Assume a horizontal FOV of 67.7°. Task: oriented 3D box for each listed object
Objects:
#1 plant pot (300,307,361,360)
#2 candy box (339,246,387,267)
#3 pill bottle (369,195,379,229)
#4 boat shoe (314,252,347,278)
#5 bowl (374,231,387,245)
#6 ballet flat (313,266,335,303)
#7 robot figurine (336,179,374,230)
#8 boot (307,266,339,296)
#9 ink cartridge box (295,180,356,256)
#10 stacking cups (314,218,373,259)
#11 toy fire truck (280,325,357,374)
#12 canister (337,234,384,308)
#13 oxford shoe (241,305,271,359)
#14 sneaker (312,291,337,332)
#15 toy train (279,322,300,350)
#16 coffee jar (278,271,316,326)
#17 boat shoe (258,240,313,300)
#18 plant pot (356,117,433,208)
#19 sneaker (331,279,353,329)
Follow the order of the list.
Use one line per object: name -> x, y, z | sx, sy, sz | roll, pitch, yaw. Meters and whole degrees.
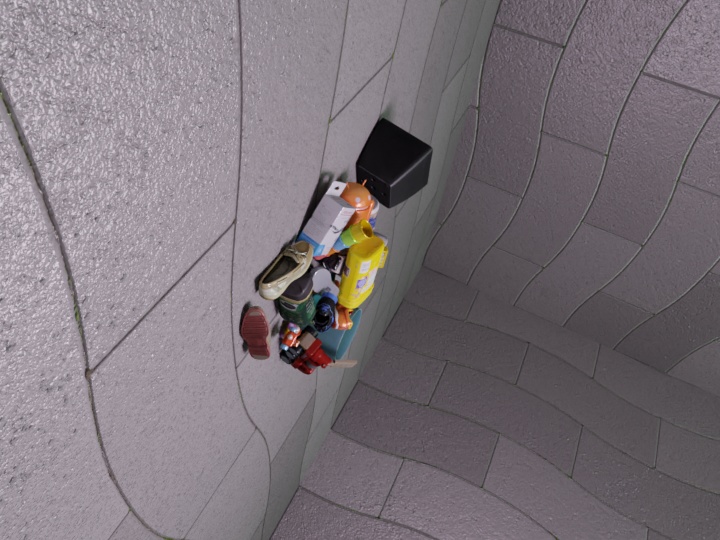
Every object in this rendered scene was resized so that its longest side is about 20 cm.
plant pot -> -0.111, 0.192, 1.850 | 0.201, 0.160, 0.201 | -61, 167, -25
candy box -> -0.013, -0.038, 1.792 | 0.102, 0.198, 0.027 | 105, -22, -58
pill bottle -> -0.009, -0.148, 1.763 | 0.111, 0.110, 0.201 | -53, 162, -45
boat shoe -> -0.080, -0.030, 1.708 | 0.075, 0.092, 0.200 | -58, 165, -3
bowl -> 0.005, -0.059, 1.944 | 0.201, 0.074, 0.200 | -59, -166, 1
ballet flat -> -0.137, 0.075, 1.766 | 0.067, 0.066, 0.201 | 158, -49, -75
robot figurine -> -0.035, -0.175, 1.596 | 0.117, 0.143, 0.201 | -85, -171, -59
boot -> -0.134, 0.023, 1.612 | 0.074, 0.095, 0.200 | -46, 155, -10
ink cartridge box -> -0.084, -0.140, 1.471 | 0.201, 0.067, 0.116 | -56, 169, 14
stacking cups -> -0.056, -0.084, 1.561 | 0.199, 0.061, 0.061 | -25, -166, 34
toy fire truck -> -0.133, 0.281, 1.725 | 0.129, 0.200, 0.176 | -48, -179, -30
canister -> 0.000, 0.000, 1.681 | 0.149, 0.086, 0.201 | -43, 157, -46
oxford shoe -> -0.266, 0.147, 1.383 | 0.201, 0.070, 0.075 | 98, -7, -47
sneaker -> -0.118, 0.146, 1.620 | 0.201, 0.070, 0.078 | 106, 7, -53
toy train -> -0.181, 0.156, 1.617 | 0.201, 0.055, 0.150 | -64, -167, -19
coffee jar -> -0.178, 0.070, 1.470 | 0.200, 0.104, 0.086 | 94, 21, -60
boat shoe -> -0.187, -0.012, 1.364 | 0.201, 0.073, 0.063 | -48, 161, -31
plant pot -> 0.095, -0.323, 1.722 | 0.178, 0.199, 0.200 | -50, 163, -19
sneaker -> -0.067, 0.116, 1.760 | 0.073, 0.077, 0.201 | 117, -28, -43
